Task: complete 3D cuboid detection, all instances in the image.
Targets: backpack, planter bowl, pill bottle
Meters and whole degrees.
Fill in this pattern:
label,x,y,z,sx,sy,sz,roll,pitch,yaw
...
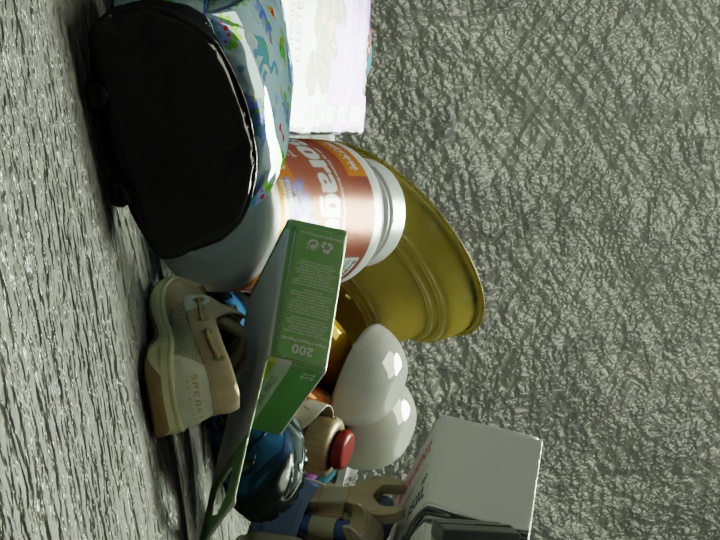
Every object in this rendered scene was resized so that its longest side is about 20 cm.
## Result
label,x,y,z,sx,sy,sz,roll,pitch,yaw
backpack,-0.107,-0.120,1.462,0.200,0.153,0.164,-130,-156,-71
planter bowl,0.000,0.000,1.840,0.200,0.083,0.201,38,-25,21
pill bottle,-0.054,-0.043,1.676,0.199,0.112,0.113,-3,82,-57

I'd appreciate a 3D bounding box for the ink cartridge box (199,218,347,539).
label,x,y,z,sx,sy,sz,roll,pitch,yaw
ink cartridge box,-0.060,0.084,1.514,0.146,0.048,0.201,123,-23,-65

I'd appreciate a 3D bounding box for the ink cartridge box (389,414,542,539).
label,x,y,z,sx,sy,sz,roll,pitch,yaw
ink cartridge box,0.065,0.228,1.650,0.145,0.084,0.201,114,-11,-57

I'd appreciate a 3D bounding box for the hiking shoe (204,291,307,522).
label,x,y,z,sx,sy,sz,roll,pitch,yaw
hiking shoe,-0.098,0.091,1.628,0.087,0.074,0.201,32,31,-44

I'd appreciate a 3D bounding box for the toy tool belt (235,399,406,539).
label,x,y,z,sx,sy,sz,roll,pitch,yaw
toy tool belt,-0.017,0.203,1.658,0.125,0.122,0.201,81,28,-56

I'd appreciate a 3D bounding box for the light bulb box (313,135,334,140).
label,x,y,z,sx,sy,sz,roll,pitch,yaw
light bulb box,-0.101,-0.207,2.487,0.201,0.124,0.199,-100,179,-49

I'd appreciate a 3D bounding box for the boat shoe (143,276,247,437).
label,x,y,z,sx,sy,sz,roll,pitch,yaw
boat shoe,-0.104,0.053,1.500,0.200,0.064,0.073,-96,176,-73

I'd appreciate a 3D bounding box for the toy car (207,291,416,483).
label,x,y,z,sx,sy,sz,roll,pitch,yaw
toy car,-0.058,0.108,1.803,0.151,0.174,0.200,-60,161,-23

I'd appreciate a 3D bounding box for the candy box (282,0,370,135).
label,x,y,z,sx,sy,sz,roll,pitch,yaw
candy box,-0.071,-0.184,1.655,0.200,0.071,0.169,-6,101,-60

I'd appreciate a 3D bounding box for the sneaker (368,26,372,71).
label,x,y,z,sx,sy,sz,roll,pitch,yaw
sneaker,-0.025,-0.202,1.826,0.096,0.079,0.201,-79,165,-50

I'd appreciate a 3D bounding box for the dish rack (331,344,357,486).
label,x,y,z,sx,sy,sz,roll,pitch,yaw
dish rack,-0.039,0.081,1.988,0.172,0.043,0.201,50,-34,30

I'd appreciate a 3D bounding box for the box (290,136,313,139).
label,x,y,z,sx,sy,sz,roll,pitch,yaw
box,-0.104,-0.141,1.731,0.158,0.049,0.201,-47,135,-48
